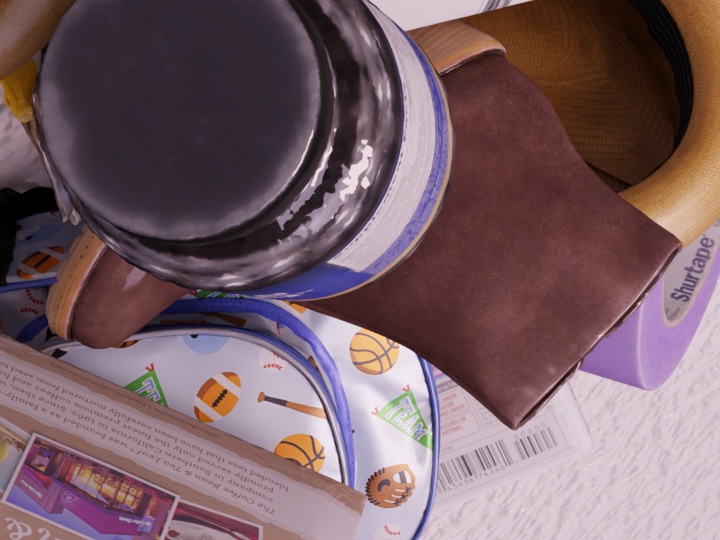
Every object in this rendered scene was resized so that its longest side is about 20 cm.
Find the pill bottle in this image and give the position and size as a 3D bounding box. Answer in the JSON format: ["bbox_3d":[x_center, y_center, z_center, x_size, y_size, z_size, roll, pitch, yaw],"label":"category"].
[{"bbox_3d":[-0.036,-0.047,0.914,0.112,0.112,0.200,-47,171,5],"label":"pill bottle"}]

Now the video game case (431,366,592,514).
[{"bbox_3d":[-0.019,0.042,1.265,0.200,0.024,0.182,-22,117,7],"label":"video game case"}]

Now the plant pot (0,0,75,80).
[{"bbox_3d":[-0.173,-0.127,0.855,0.200,0.028,0.200,2,121,3],"label":"plant pot"}]

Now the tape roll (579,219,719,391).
[{"bbox_3d":[0.126,-0.049,1.329,0.200,0.085,0.200,17,90,-72],"label":"tape roll"}]

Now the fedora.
[{"bbox_3d":[0.066,-0.072,1.169,0.200,0.201,0.082,-34,161,-16],"label":"fedora"}]

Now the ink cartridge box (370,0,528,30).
[{"bbox_3d":[0.031,-0.177,1.096,0.200,0.146,0.084,-17,143,-36],"label":"ink cartridge box"}]

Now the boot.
[{"bbox_3d":[0.000,0.000,1.063,0.200,0.166,0.072,-42,169,-7],"label":"boot"}]

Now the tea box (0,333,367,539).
[{"bbox_3d":[-0.130,0.151,1.068,0.134,0.200,0.197,-72,-172,-60],"label":"tea box"}]

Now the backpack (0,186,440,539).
[{"bbox_3d":[-0.061,0.058,1.178,0.190,0.154,0.200,-12,117,-6],"label":"backpack"}]

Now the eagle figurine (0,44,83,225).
[{"bbox_3d":[-0.135,-0.098,0.963,0.200,0.152,0.151,-56,-168,49],"label":"eagle figurine"}]
